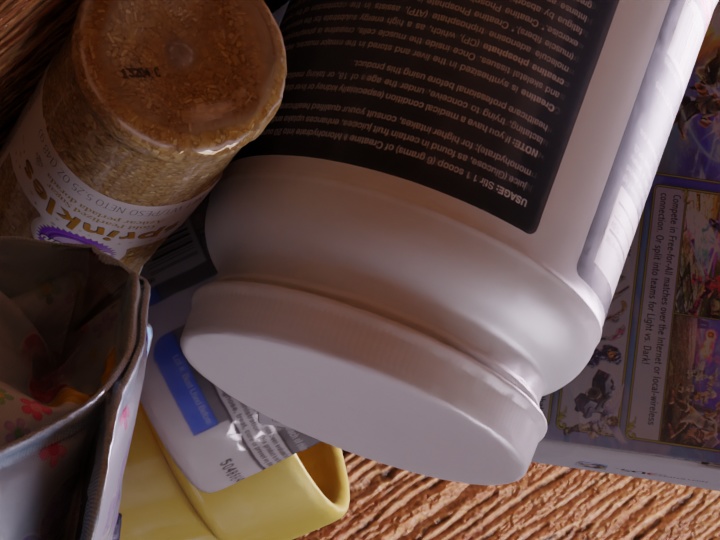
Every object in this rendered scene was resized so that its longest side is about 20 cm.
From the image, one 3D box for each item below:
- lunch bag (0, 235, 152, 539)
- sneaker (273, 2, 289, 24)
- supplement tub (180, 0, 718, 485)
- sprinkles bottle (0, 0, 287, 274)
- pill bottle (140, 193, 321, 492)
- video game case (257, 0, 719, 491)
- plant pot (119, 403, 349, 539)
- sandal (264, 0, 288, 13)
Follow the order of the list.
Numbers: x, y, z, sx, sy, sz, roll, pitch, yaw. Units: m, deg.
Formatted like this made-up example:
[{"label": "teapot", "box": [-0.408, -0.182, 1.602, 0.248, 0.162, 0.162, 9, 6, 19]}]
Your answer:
[{"label": "lunch bag", "box": [-0.136, 0.092, 0.662, 0.200, 0.127, 0.170, -22, 136, -49]}, {"label": "sneaker", "box": [0.051, -0.090, 1.039, 0.200, 0.147, 0.081, -40, -176, -19]}, {"label": "supplement tub", "box": [0.031, -0.043, 0.817, 0.140, 0.140, 0.200, 137, -25, -72]}, {"label": "sprinkles bottle", "box": [-0.085, -0.036, 0.800, 0.068, 0.068, 0.200, -39, 178, -27]}, {"label": "pill bottle", "box": [0.000, 0.000, 0.988, 0.200, 0.114, 0.114, -25, 179, 0]}, {"label": "video game case", "box": [0.064, -0.028, 0.910, 0.045, 0.181, 0.201, 91, 7, -73]}, {"label": "plant pot", "box": [-0.130, 0.083, 1.367, 0.188, 0.201, 0.201, -24, -179, 8]}, {"label": "sandal", "box": [-0.087, -0.045, 0.929, 0.200, 0.045, 0.075, -40, 177, 23]}]
